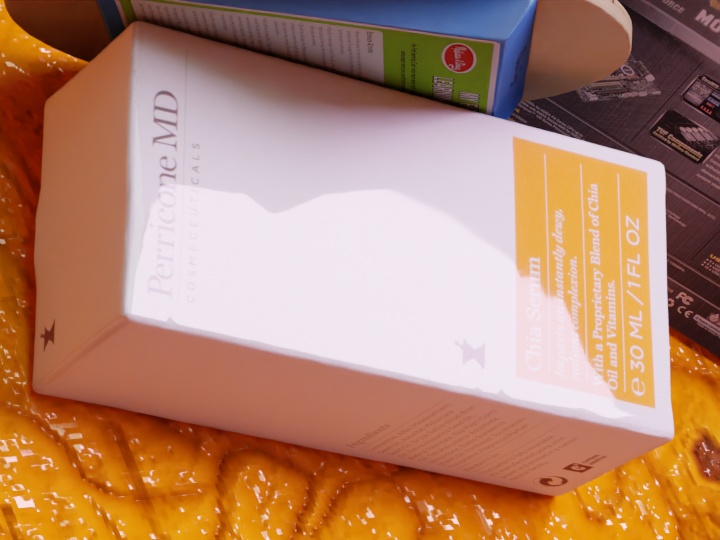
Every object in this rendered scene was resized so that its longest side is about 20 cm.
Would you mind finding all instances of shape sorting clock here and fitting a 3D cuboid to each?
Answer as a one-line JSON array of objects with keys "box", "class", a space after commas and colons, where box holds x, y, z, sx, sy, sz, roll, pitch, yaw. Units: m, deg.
[{"box": [-0.013, -0.081, 0.945, 0.199, 0.200, 0.040, 14, 78, -27], "class": "shape sorting clock"}]

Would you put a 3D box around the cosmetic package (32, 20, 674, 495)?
[{"box": [0.000, 0.000, 0.953, 0.199, 0.071, 0.102, 12, 64, -27], "class": "cosmetic package"}]

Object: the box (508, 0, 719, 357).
[{"box": [0.124, -0.056, 1.043, 0.199, 0.159, 0.048, 30, 42, -10], "class": "box"}]
